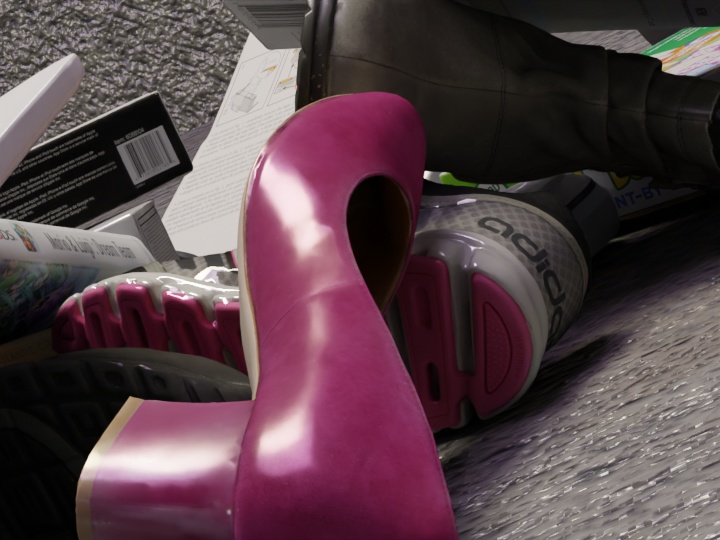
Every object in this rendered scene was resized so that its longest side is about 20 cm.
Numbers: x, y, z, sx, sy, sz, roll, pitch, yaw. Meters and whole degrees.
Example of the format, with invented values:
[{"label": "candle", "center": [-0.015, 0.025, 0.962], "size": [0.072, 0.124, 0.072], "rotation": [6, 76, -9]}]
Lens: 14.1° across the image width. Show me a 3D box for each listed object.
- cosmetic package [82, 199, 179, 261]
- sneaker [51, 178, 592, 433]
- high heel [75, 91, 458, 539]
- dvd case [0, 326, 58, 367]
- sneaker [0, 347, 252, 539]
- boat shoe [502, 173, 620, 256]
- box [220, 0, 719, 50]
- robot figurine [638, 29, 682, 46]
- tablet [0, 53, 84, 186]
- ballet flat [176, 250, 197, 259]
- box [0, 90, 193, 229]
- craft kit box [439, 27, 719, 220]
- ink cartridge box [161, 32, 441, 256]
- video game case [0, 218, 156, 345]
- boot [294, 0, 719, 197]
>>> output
[{"label": "cosmetic package", "center": [-0.152, 0.052, 1.090], "size": [0.199, 0.083, 0.051], "rotation": [-23, 4, 9]}, {"label": "sneaker", "center": [-0.009, 0.016, 0.901], "size": [0.199, 0.074, 0.087], "rotation": [-12, 14, 41]}, {"label": "high heel", "center": [0.007, 0.014, 0.746], "size": [0.095, 0.068, 0.200], "rotation": [4, 29, 20]}, {"label": "dvd case", "center": [-0.183, 0.081, 0.944], "size": [0.149, 0.016, 0.200], "rotation": [-44, -12, 31]}, {"label": "sneaker", "center": [-0.089, 0.059, 0.860], "size": [0.199, 0.076, 0.091], "rotation": [-18, 6, 41]}, {"label": "boat shoe", "center": [0.000, 0.000, 0.998], "size": [0.199, 0.067, 0.073], "rotation": [-28, 8, -26]}, {"label": "box", "center": [0.047, -0.113, 0.963], "size": [0.199, 0.041, 0.156], "rotation": [-1, -9, 12]}, {"label": "robot figurine", "center": [0.164, -0.157, 1.261], "size": [0.169, 0.113, 0.200], "rotation": [-22, -17, -4]}, {"label": "tablet", "center": [-0.159, 0.012, 0.817], "size": [0.200, 0.014, 0.130], "rotation": [-27, 23, 50]}, {"label": "ballet flat", "center": [-0.137, 0.043, 1.164], "size": [0.199, 0.073, 0.073], "rotation": [-26, 7, -23]}, {"label": "box", "center": [-0.168, -0.005, 1.079], "size": [0.200, 0.035, 0.110], "rotation": [-29, 6, -40]}, {"label": "craft kit box", "center": [0.160, -0.075, 1.102], "size": [0.197, 0.049, 0.200], "rotation": [-15, 11, 39]}, {"label": "ink cartridge box", "center": [0.002, -0.067, 1.276], "size": [0.199, 0.045, 0.177], "rotation": [-18, 39, 46]}, {"label": "video game case", "center": [-0.172, 0.053, 0.974], "size": [0.200, 0.024, 0.182], "rotation": [-40, -11, 11]}, {"label": "boot", "center": [0.060, -0.058, 0.923], "size": [0.130, 0.068, 0.200], "rotation": [8, 1, 17]}]
